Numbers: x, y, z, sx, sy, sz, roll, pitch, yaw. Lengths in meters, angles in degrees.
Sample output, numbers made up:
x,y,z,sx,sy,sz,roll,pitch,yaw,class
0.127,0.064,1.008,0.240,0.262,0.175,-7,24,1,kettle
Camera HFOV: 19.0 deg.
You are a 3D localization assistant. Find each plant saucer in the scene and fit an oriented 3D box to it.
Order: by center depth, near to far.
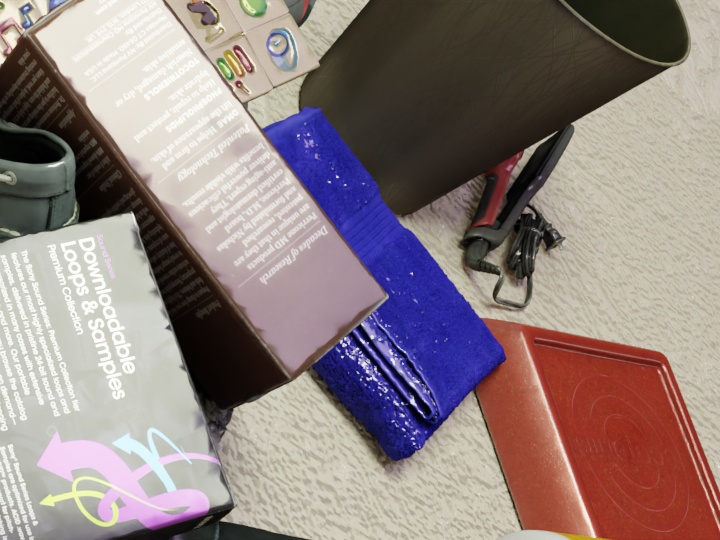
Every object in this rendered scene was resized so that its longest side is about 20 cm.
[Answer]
x,y,z,sx,sy,sz,roll,pitch,yaw,class
0.161,0.120,1.351,0.199,0.037,0.201,12,52,-46,plant saucer

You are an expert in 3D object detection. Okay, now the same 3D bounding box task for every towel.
x,y,z,sx,sy,sz,roll,pitch,yaw,class
0.000,0.000,1.245,0.200,0.049,0.148,52,34,-2,towel

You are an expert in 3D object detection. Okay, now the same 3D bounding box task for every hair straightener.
x,y,z,sx,sy,sz,roll,pitch,yaw,class
0.115,-0.040,1.433,0.077,0.041,0.200,43,34,-16,hair straightener

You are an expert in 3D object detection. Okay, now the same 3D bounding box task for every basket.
x,y,z,sx,sy,sz,roll,pitch,yaw,class
0.068,-0.134,1.313,0.180,0.200,0.137,30,39,-33,basket

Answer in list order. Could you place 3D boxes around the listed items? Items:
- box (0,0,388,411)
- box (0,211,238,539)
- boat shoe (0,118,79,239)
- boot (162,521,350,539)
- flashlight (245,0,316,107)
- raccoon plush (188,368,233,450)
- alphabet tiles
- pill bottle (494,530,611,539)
x,y,z,sx,sy,sz,roll,pitch,yaw,class
-0.085,-0.037,1.020,0.075,0.100,0.201,-37,94,-25,box
-0.166,0.064,0.910,0.199,0.036,0.144,-14,74,-26,box
-0.209,-0.079,0.994,0.200,0.062,0.073,36,44,15,boat shoe
-0.065,0.128,1.012,0.162,0.073,0.199,22,57,-34,boot
-0.074,-0.130,1.254,0.068,0.068,0.200,33,35,-12,flashlight
-0.101,-0.009,1.097,0.134,0.097,0.201,33,38,-16,raccoon plush
-0.136,-0.141,1.096,0.199,0.008,0.168,-28,86,-33,alphabet tiles
0.122,0.199,1.161,0.199,0.109,0.110,14,49,-45,pill bottle
